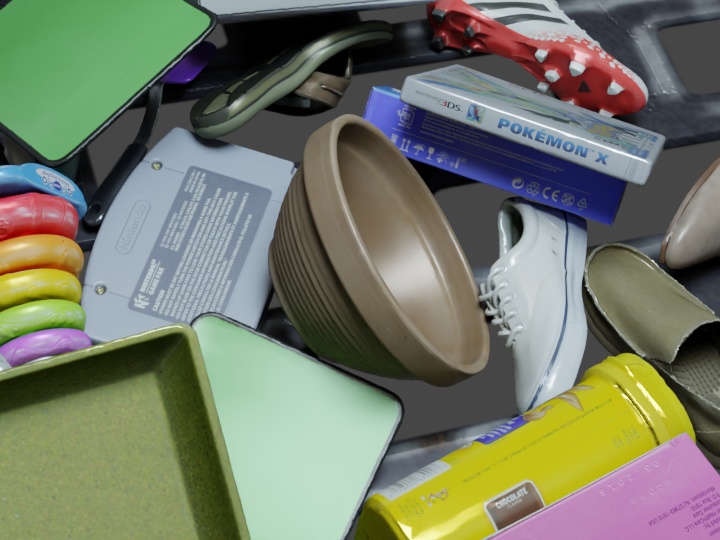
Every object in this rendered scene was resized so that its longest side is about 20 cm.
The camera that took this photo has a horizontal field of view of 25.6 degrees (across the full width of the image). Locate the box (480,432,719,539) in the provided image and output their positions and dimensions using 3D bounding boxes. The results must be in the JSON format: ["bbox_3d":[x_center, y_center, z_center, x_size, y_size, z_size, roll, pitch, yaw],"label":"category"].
[{"bbox_3d":[0.124,0.213,0.932,0.176,0.200,0.097,-23,63,-23],"label":"box"}]

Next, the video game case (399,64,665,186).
[{"bbox_3d":[0.135,-0.113,1.183,0.182,0.022,0.200,20,14,9],"label":"video game case"}]

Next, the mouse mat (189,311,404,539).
[{"bbox_3d":[-0.079,0.138,1.044,0.161,0.008,0.200,24,69,6],"label":"mouse mat"}]

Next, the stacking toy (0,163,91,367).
[{"bbox_3d":[-0.221,0.039,1.048,0.110,0.116,0.200,-26,70,15],"label":"stacking toy"}]

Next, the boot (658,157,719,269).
[{"bbox_3d":[0.333,-0.035,1.203,0.146,0.070,0.200,26,46,23],"label":"boot"}]

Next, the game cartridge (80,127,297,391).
[{"bbox_3d":[-0.123,-0.010,1.145,0.133,0.042,0.200,15,55,6],"label":"game cartridge"}]

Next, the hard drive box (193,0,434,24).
[{"bbox_3d":[-0.044,-0.237,1.234,0.200,0.156,0.077,-8,98,-15],"label":"hard drive box"}]

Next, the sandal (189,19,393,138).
[{"bbox_3d":[-0.051,-0.142,1.232,0.201,0.080,0.057,-37,109,-35],"label":"sandal"}]

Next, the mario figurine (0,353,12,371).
[{"bbox_3d":[-0.298,0.056,0.982,0.123,0.106,0.200,-23,97,-47],"label":"mario figurine"}]

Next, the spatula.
[{"bbox_3d":[-0.165,-0.110,1.212,0.056,0.021,0.200,6,56,22],"label":"spatula"}]

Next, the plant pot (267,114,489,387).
[{"bbox_3d":[0.000,0.000,1.096,0.093,0.201,0.201,-28,57,19],"label":"plant pot"}]

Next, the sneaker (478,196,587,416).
[{"bbox_3d":[0.118,0.028,1.135,0.071,0.073,0.200,19,43,-9],"label":"sneaker"}]

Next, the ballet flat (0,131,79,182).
[{"bbox_3d":[-0.240,-0.124,1.193,0.069,0.070,0.200,9,53,-3],"label":"ballet flat"}]

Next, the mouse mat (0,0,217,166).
[{"bbox_3d":[-0.211,-0.162,1.150,0.161,0.008,0.200,-44,48,-12],"label":"mouse mat"}]

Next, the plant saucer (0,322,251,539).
[{"bbox_3d":[-0.176,0.151,0.972,0.200,0.048,0.200,-15,93,-13],"label":"plant saucer"}]

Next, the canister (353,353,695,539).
[{"bbox_3d":[0.099,0.150,1.005,0.200,0.149,0.087,-26,64,-21],"label":"canister"}]

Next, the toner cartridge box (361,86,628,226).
[{"bbox_3d":[0.101,-0.089,1.196,0.200,0.095,0.043,19,100,4],"label":"toner cartridge box"}]

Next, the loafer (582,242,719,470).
[{"bbox_3d":[0.229,0.049,1.141,0.076,0.067,0.200,-27,64,-25],"label":"loafer"}]

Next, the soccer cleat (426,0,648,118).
[{"bbox_3d":[0.150,-0.192,1.294,0.200,0.069,0.085,25,60,14],"label":"soccer cleat"}]
